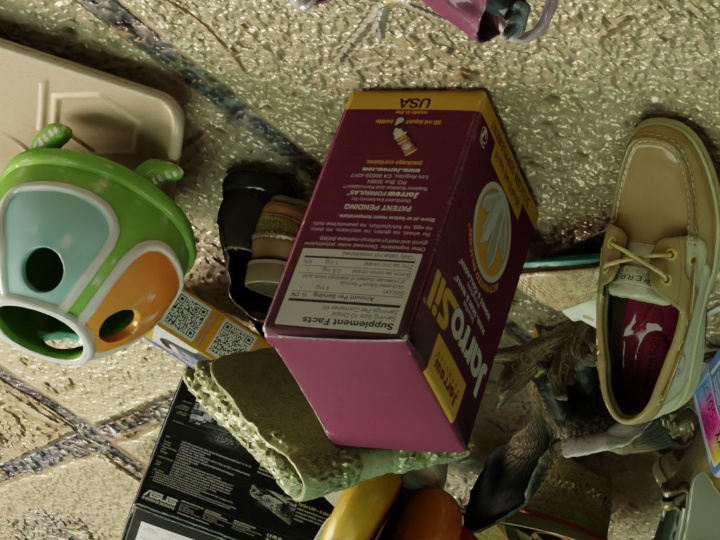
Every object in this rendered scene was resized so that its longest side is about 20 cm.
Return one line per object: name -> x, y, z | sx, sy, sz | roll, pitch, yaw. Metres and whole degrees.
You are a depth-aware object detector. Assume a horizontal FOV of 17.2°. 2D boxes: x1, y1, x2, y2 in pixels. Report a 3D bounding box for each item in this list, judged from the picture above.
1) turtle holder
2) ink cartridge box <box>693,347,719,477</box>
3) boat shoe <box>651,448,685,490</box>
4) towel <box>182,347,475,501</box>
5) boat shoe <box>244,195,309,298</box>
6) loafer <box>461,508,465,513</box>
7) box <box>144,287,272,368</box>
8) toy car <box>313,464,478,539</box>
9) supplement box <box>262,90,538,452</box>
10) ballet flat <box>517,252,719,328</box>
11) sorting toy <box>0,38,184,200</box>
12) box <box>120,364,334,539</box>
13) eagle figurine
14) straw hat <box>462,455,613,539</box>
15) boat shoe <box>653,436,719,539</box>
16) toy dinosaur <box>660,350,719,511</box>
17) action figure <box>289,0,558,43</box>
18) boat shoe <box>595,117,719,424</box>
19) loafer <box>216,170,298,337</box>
turtle holder -> -0.212, -0.016, 1.642 | 0.185, 0.132, 0.141 | 28, 148, -6
ink cartridge box -> 0.315, 0.056, 1.546 | 0.136, 0.077, 0.200 | -4, 153, -17
boat shoe -> 0.316, 0.182, 1.798 | 0.200, 0.071, 0.065 | 29, 112, 0
towel -> -0.023, 0.096, 1.643 | 0.200, 0.148, 0.037 | 37, 133, 57
boat shoe -> 0.000, 0.000, 1.677 | 0.072, 0.068, 0.200 | 1, 166, 35
loafer -> 0.063, 0.238, 1.997 | 0.200, 0.071, 0.068 | 4, 145, 22
box -> -0.079, 0.076, 1.793 | 0.200, 0.042, 0.119 | 34, 170, 0
toy car -> 0.019, 0.211, 1.704 | 0.150, 0.175, 0.200 | 29, 152, 1
supplement box -> 0.030, -0.002, 1.539 | 0.103, 0.200, 0.131 | 3, 145, 25
ballet flat -> 0.186, 0.012, 1.590 | 0.200, 0.065, 0.070 | -12, 178, 41
sorting toy -> -0.218, -0.100, 1.684 | 0.200, 0.037, 0.185 | 22, 148, 4
box -> -0.067, 0.167, 1.874 | 0.200, 0.164, 0.086 | 20, 148, -2
eagle figurine -> 0.145, 0.108, 1.705 | 0.151, 0.151, 0.200 | 11, 141, 18
straw hat -> 0.153, 0.184, 1.851 | 0.201, 0.085, 0.201 | 15, 164, 4
boat shoe -> 0.247, 0.173, 1.744 | 0.067, 0.200, 0.057 | 14, -169, -21
toy dinosaur -> 0.273, 0.108, 1.683 | 0.058, 0.200, 0.101 | 15, 118, 57
action figure -> 0.011, -0.212, 1.367 | 0.200, 0.134, 0.149 | 20, -167, 23
boat shoe -> 0.186, 0.005, 1.513 | 0.074, 0.066, 0.200 | 8, 111, 28
loafer -> -0.068, 0.011, 1.729 | 0.073, 0.071, 0.200 | 5, 145, 21
